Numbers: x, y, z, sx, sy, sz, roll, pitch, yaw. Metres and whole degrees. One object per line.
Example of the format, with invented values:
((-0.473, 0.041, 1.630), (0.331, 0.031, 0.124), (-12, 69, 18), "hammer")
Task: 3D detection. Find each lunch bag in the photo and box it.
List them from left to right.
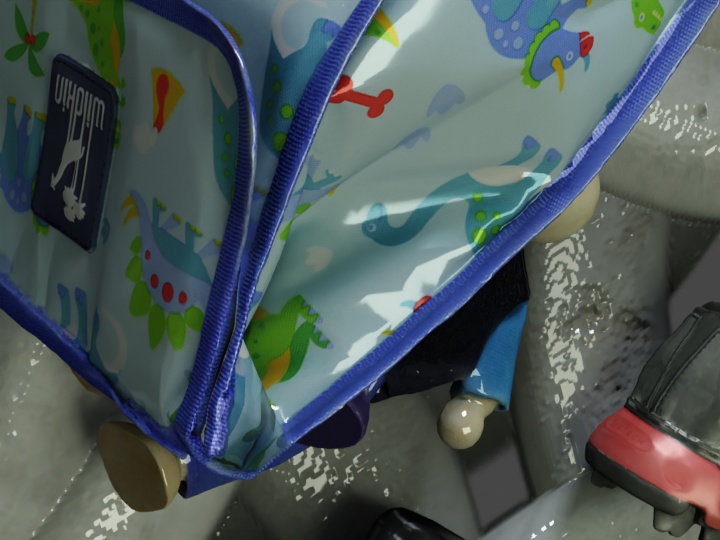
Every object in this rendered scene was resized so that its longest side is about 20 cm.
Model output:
((-0.028, -0.058, 0.727), (0.127, 0.170, 0.200), (36, 88, -41), "lunch bag")

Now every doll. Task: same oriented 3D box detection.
((0.000, 0.000, 0.849), (0.199, 0.048, 0.137), (-25, 101, -28), "doll")

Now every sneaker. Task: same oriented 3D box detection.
((0.178, 0.064, 0.995), (0.200, 0.071, 0.098), (19, 99, -39), "sneaker")

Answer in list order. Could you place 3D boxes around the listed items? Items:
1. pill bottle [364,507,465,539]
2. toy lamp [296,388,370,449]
((0.006, 0.193, 0.896), (0.112, 0.112, 0.201), (32, 88, -40), "pill bottle")
((0.016, -0.043, 0.807), (0.058, 0.058, 0.201), (49, 54, -39), "toy lamp")
